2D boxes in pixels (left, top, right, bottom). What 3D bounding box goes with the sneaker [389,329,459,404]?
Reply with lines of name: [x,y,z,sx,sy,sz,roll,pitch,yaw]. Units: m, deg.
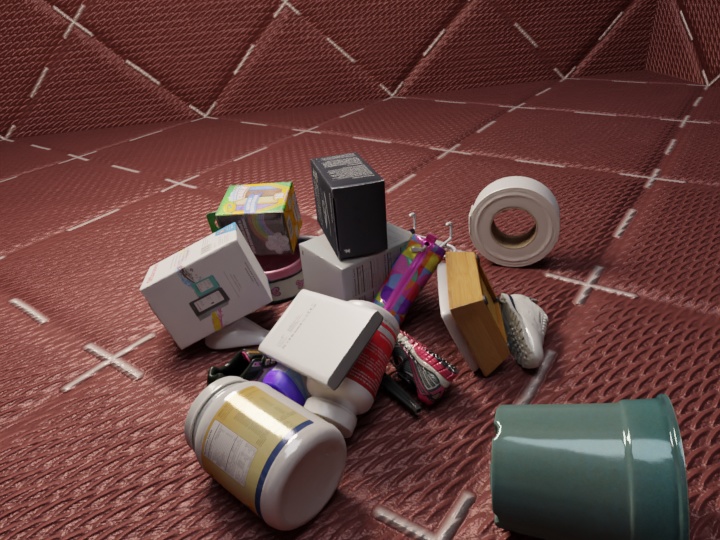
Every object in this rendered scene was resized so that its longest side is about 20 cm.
sneaker: [0.083,0.156,0.917,0.075,0.081,0.200,-57,29,0]

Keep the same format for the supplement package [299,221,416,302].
supplement package: [0.000,0.000,1.112,0.200,0.151,0.152,-25,36,-31]

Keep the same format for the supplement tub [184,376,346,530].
supplement tub: [-0.134,0.241,0.725,0.200,0.145,0.144,20,38,36]

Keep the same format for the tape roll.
tape roll: [0.352,-0.111,1.206,0.202,0.203,0.071,5,32,17]

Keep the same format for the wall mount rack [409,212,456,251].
wall mount rack: [0.134,-0.081,1.310,0.200,0.075,0.174,19,38,36]

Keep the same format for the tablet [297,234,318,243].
tablet: [-0.160,-0.072,1.316,0.199,0.014,0.130,6,-11,17]

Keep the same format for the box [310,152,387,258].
box: [-0.026,-0.135,1.053,0.104,0.148,0.200,-11,31,-13]

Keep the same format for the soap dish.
soap dish: [0.206,0.068,0.960,0.081,0.158,0.200,-23,25,19]

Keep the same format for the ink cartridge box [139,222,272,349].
ink cartridge box: [-0.301,0.026,1.042,0.200,0.146,0.147,-28,22,-4]

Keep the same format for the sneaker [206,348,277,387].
sneaker: [-0.173,0.170,0.909,0.200,0.087,0.080,-26,38,-34]

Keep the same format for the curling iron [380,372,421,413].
curling iron: [0.030,0.192,0.905,0.050,0.026,0.200,-33,40,-29]

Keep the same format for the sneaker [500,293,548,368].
sneaker: [0.314,0.105,0.975,0.080,0.077,0.200,5,32,-2]

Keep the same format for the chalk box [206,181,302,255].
chalk box: [-0.250,-0.117,1.209,0.199,0.125,0.124,-1,42,8]

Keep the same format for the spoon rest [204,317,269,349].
spoon rest: [-0.218,0.119,1.047,0.200,0.061,0.099,-10,27,18]

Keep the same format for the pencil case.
pencil case: [0.088,0.020,1.033,0.088,0.088,0.200,29,88,44]

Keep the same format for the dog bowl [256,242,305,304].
dog bowl: [-0.208,-0.005,1.228,0.200,0.074,0.200,-3,31,2]

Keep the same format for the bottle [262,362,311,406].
bottle: [-0.081,0.156,0.910,0.065,0.084,0.200,-14,22,44]

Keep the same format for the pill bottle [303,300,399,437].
pill bottle: [-0.018,0.157,0.845,0.112,0.112,0.200,9,55,22]

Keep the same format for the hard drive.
hard drive: [-0.068,0.102,0.832,0.200,0.027,0.132,11,59,50]

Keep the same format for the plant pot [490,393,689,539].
plant pot: [0.265,0.245,0.636,0.196,0.201,0.200,-1,29,22]
